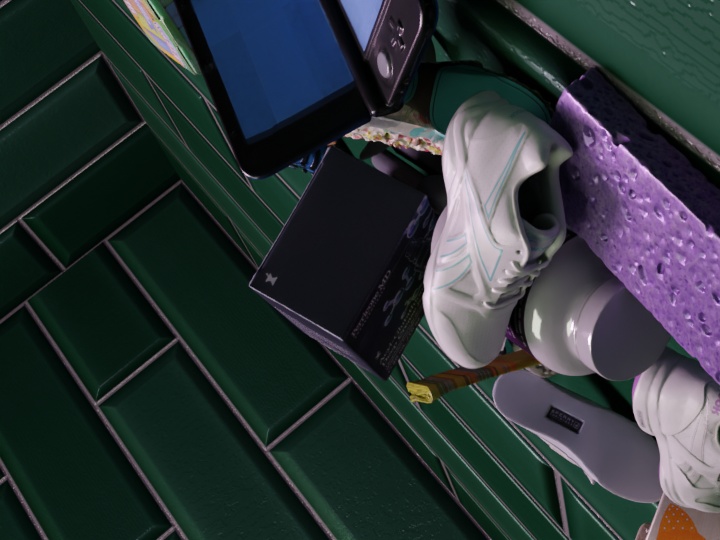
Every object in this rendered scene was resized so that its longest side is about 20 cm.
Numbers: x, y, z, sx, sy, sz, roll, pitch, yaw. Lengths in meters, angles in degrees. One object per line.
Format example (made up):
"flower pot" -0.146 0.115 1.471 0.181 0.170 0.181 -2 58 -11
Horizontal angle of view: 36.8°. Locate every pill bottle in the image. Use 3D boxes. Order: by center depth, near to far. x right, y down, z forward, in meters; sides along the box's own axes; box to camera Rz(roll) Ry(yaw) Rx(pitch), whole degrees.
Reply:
"pill bottle" 0.145 0.007 0.831 0.113 0.112 0.200 58 170 -34

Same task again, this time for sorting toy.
"sorting toy" 0.350 0.304 1.034 0.178 0.108 0.200 21 161 16

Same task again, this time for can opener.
"can opener" 0.064 -0.093 1.015 0.067 0.053 0.200 40 -179 -38

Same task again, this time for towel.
"towel" 0.139 0.075 0.884 0.086 0.197 0.018 163 91 -80

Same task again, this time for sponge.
"sponge" 0.191 -0.024 0.685 0.200 0.030 0.112 49 158 18

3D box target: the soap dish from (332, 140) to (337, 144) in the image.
"soap dish" -0.071 -0.197 1.050 0.200 0.080 0.160 -162 63 -75

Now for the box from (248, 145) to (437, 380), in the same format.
"box" 0.000 0.000 1.026 0.106 0.150 0.200 28 173 19

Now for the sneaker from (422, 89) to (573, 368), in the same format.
"sneaker" 0.093 -0.014 0.731 0.080 0.070 0.203 30 129 40

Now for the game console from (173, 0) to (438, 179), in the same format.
"game console" -0.050 -0.197 0.754 0.202 0.117 0.171 66 160 17

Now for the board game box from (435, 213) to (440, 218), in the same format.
"board game box" 0.105 -0.028 1.135 0.199 0.039 0.158 40 165 25

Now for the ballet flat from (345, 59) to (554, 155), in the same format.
"ballet flat" 0.051 -0.118 0.801 0.198 0.077 0.064 16 168 17

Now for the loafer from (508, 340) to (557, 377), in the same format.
"loafer" 0.160 0.032 1.028 0.201 0.069 0.070 59 -172 -47

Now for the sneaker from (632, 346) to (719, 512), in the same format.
"sneaker" 0.274 0.138 0.822 0.099 0.075 0.200 18 157 42

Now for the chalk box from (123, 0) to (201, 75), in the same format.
"chalk box" -0.186 -0.314 1.209 0.200 0.124 0.124 38 164 52

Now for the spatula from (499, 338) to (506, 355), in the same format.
"spatula" 0.124 0.062 0.971 0.056 0.021 0.200 17 169 8

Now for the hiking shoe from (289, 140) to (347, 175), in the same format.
"hiking shoe" -0.076 -0.157 1.373 0.201 0.086 0.074 57 169 -27

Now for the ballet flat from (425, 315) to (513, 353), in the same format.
"ballet flat" 0.115 0.045 1.086 0.200 0.066 0.068 37 -152 -56

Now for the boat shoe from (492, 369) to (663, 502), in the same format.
"boat shoe" 0.226 0.168 1.112 0.200 0.075 0.086 28 -179 10

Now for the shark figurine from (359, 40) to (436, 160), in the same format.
"shark figurine" 0.031 -0.134 0.948 0.129 0.089 0.214 52 173 -13
